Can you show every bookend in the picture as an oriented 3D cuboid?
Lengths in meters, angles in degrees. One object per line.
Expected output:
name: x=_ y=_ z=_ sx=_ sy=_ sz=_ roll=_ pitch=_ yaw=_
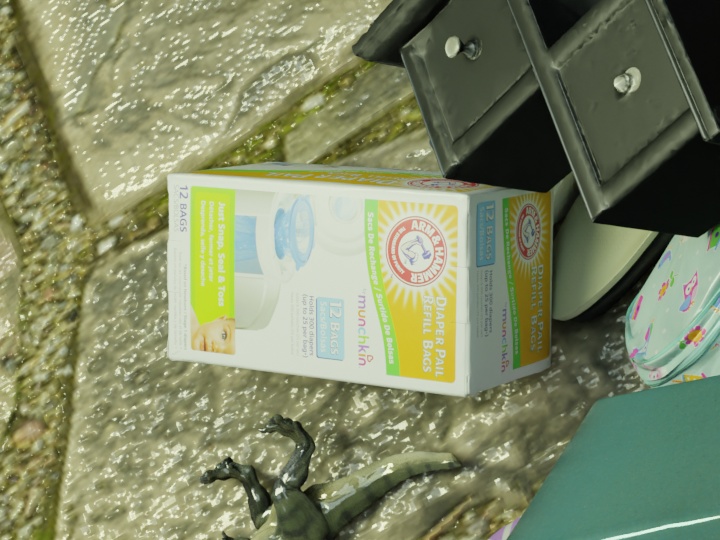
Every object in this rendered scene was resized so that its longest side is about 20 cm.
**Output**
bookend: x=0.110 y=-0.088 z=1.008 sx=0.200 sy=0.092 sz=0.199 roll=-43 pitch=53 yaw=41

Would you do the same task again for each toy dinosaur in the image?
toy dinosaur: x=-0.043 y=0.136 z=1.186 sx=0.200 sy=0.047 sz=0.088 roll=-38 pitch=81 yaw=12

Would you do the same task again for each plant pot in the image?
plant pot: x=0.198 y=0.126 z=0.923 sx=0.200 sy=0.141 sz=0.141 roll=-22 pitch=107 yaw=38

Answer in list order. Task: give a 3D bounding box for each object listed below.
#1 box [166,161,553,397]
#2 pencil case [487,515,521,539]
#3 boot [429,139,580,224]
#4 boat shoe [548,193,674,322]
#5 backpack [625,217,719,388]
box: x=0.000 y=0.000 z=1.136 sx=0.200 sy=0.101 sz=0.113 roll=6 pitch=100 yaw=31
pencil case: x=0.107 y=0.157 z=1.091 sx=0.200 sy=0.085 sz=0.084 roll=-38 pitch=48 yaw=10
boot: x=0.120 y=-0.133 z=1.151 sx=0.090 sy=0.073 sz=0.200 roll=32 pitch=94 yaw=20
boat shoe: x=0.174 y=-0.045 z=1.110 sx=0.201 sy=0.063 sz=0.074 roll=-54 pitch=35 yaw=21
backpack: x=0.228 y=-0.003 z=1.027 sx=0.126 sy=0.167 sz=0.200 roll=32 pitch=108 yaw=0
